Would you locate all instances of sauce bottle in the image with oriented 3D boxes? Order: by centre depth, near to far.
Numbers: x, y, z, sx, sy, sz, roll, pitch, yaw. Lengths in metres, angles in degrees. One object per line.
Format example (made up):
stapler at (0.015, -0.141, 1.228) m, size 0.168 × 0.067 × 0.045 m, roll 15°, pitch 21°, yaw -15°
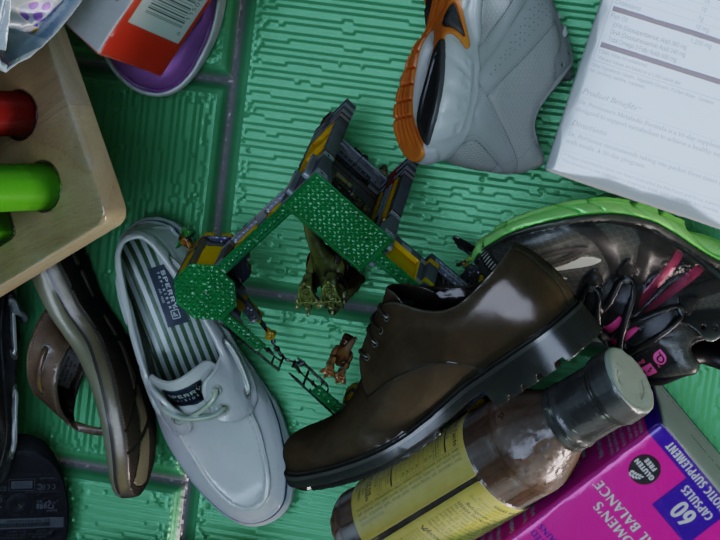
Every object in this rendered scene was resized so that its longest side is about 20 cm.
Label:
sauce bottle at (0.072, 0.107, 0.977) m, size 0.200 × 0.065 × 0.065 m, roll -34°, pitch 90°, yaw 31°

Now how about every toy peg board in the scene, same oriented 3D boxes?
toy peg board at (-0.255, -0.079, 0.976) m, size 0.200 × 0.098 × 0.199 m, roll -27°, pitch 78°, yaw 35°

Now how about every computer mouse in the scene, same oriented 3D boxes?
computer mouse at (-0.219, 0.196, 1.119) m, size 0.059 × 0.034 × 0.200 m, roll 3°, pitch 103°, yaw -18°

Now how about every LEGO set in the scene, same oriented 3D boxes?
LEGO set at (0.000, 0.000, 1.034) m, size 0.200 × 0.116 × 0.154 m, roll 34°, pitch 120°, yaw -9°

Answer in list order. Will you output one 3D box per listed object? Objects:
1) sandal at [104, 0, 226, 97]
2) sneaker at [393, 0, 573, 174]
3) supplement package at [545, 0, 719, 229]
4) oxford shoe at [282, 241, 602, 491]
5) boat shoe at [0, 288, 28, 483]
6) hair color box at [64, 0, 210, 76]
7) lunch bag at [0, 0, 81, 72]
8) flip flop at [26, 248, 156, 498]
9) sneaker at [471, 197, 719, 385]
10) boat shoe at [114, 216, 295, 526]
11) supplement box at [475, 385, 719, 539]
sandal at (-0.115, -0.203, 1.044) m, size 0.082 × 0.050 × 0.203 m, roll 14°, pitch 99°, yaw 8°
sneaker at (0.084, -0.149, 1.017) m, size 0.092 × 0.076 × 0.200 m, roll 15°, pitch 88°, yaw -23°
supplement package at (0.186, -0.134, 0.969) m, size 0.109 × 0.114 × 0.200 m, roll 19°, pitch 99°, yaw 8°
oxford shoe at (0.027, 0.050, 0.956) m, size 0.200 × 0.073 × 0.084 m, roll -36°, pitch 93°, yaw 22°
boat shoe at (-0.237, 0.033, 1.081) m, size 0.074 × 0.068 × 0.200 m, roll -19°, pitch 68°, yaw 22°
hair color box at (-0.162, -0.213, 1.008) m, size 0.200 × 0.064 × 0.111 m, roll 41°, pitch 102°, yaw 28°
lunch bag at (-0.200, -0.216, 0.893) m, size 0.170 × 0.127 × 0.200 m, roll 29°, pitch 80°, yaw 13°
flip flop at (-0.177, 0.045, 1.067) m, size 0.058 × 0.081 × 0.200 m, roll -26°, pitch 87°, yaw 6°
sneaker at (0.157, 0.017, 0.976) m, size 0.200 × 0.077 × 0.084 m, roll 16°, pitch 64°, yaw -13°
boat shoe at (-0.103, 0.066, 1.063) m, size 0.074 × 0.067 × 0.200 m, roll -26°, pitch 92°, yaw 11°
supplement box at (0.120, 0.167, 1.016) m, size 0.200 × 0.103 × 0.101 m, roll -40°, pitch 98°, yaw 13°
